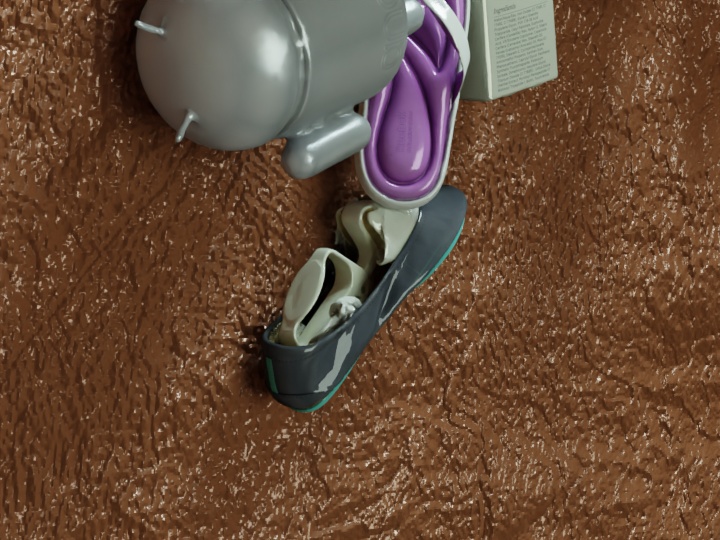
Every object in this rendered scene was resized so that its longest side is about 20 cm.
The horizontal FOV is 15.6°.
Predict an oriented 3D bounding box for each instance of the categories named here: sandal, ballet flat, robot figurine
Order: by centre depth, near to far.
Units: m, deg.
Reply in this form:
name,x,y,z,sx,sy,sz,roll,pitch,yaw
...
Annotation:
name,x,y,z,sx,sy,sz,roll,pitch,yaw
robot figurine,-0.052,-0.138,1.539,0.200,0.113,0.170,-28,89,-45
sandal,0.034,-0.140,1.647,0.082,0.050,0.203,-3,87,-10
ballet flat,0.000,0.000,1.661,0.200,0.073,0.073,-52,132,-28

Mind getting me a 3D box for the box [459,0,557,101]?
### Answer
name,x,y,z,sx,sy,sz,roll,pitch,yaw
box,0.075,-0.215,1.711,0.082,0.068,0.200,-20,111,-47
